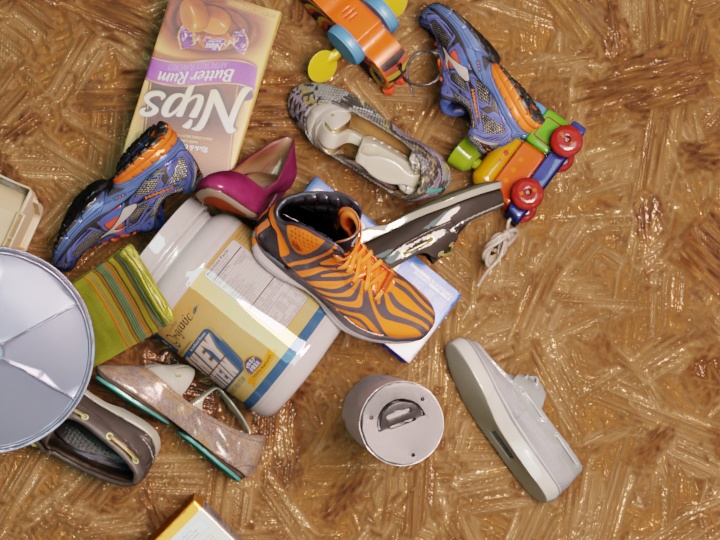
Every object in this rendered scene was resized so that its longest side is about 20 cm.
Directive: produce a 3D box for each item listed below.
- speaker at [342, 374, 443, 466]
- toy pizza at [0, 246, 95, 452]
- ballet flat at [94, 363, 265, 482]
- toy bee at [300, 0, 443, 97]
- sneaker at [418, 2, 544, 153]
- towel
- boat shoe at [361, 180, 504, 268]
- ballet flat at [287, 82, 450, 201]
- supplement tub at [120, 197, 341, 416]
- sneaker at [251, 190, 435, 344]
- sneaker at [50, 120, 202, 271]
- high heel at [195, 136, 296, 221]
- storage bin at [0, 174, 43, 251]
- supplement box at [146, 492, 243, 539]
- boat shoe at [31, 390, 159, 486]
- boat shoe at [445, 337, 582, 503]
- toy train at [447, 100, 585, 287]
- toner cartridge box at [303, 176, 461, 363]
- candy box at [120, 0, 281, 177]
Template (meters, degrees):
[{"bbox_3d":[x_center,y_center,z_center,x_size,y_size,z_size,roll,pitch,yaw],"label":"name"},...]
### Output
[{"bbox_3d":[0.029,0.145,1.320,0.081,0.200,0.081,0,87,-6],"label":"speaker"},{"bbox_3d":[-0.357,0.076,1.279,0.200,0.032,0.201,-1,94,-19],"label":"toy pizza"},{"bbox_3d":[-0.178,0.137,1.358,0.200,0.068,0.067,40,77,-22],"label":"ballet flat"},{"bbox_3d":[0.006,-0.230,1.400,0.131,0.109,0.200,-23,65,1],"label":"toy bee"},{"bbox_3d":[0.107,-0.202,1.375,0.078,0.075,0.200,-39,53,14],"label":"sneaker"},{"bbox_3d":[-0.268,0.051,1.317,0.200,0.018,0.086,-29,92,37],"label":"towel"},{"bbox_3d":[0.059,-0.033,1.360,0.201,0.072,0.061,-23,92,-2],"label":"boat shoe"},{"bbox_3d":[-0.001,-0.133,1.369,0.200,0.072,0.072,31,84,15],"label":"ballet flat"},{"bbox_3d":[-0.128,0.035,1.337,0.200,0.145,0.145,38,84,-3],"label":"supplement tub"},{"bbox_3d":[-0.005,-0.003,1.257,0.200,0.112,0.078,28,60,-9],"label":"sneaker"},{"bbox_3d":[-0.238,-0.059,1.342,0.200,0.075,0.078,-39,113,23],"label":"sneaker"},{"bbox_3d":[-0.111,-0.103,1.323,0.067,0.200,0.096,17,90,7],"label":"high heel"},{"bbox_3d":[-0.451,-0.026,1.330,0.200,0.094,0.199,24,84,-4],"label":"storage bin"},{"bbox_3d":[-0.143,0.342,1.354,0.126,0.074,0.200,-44,92,-7],"label":"supplement box"},{"bbox_3d":[-0.301,0.152,1.337,0.201,0.061,0.072,25,118,-5],"label":"boat shoe"},{"bbox_3d":[0.165,0.147,1.408,0.071,0.070,0.201,-34,95,-18],"label":"boat shoe"},{"bbox_3d":[0.139,-0.096,1.410,0.116,0.085,0.200,37,84,7],"label":"toy train"},{"bbox_3d":[0.000,0.000,1.404,0.200,0.043,0.095,38,84,-3],"label":"toner cartridge box"},{"bbox_3d":[-0.166,-0.189,1.390,0.116,0.056,0.200,16,87,-6],"label":"candy box"}]
